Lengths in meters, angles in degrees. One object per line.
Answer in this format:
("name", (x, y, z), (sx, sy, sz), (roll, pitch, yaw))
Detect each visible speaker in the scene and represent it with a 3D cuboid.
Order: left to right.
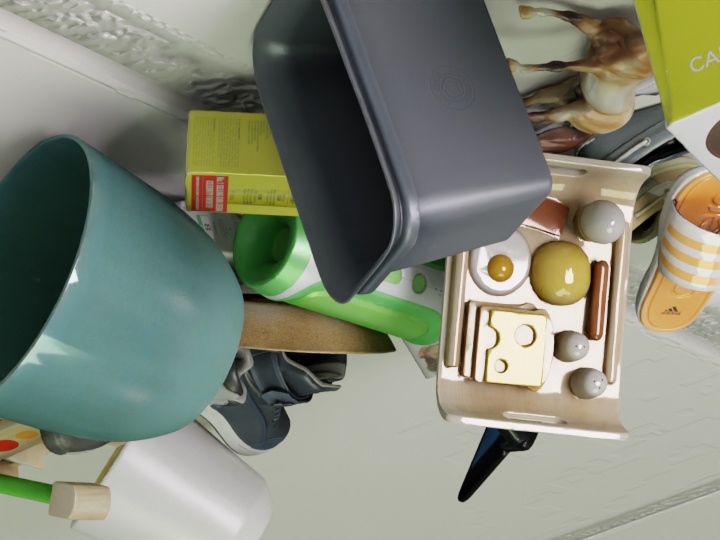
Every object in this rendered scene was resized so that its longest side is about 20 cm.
("speaker", (0.000, 0.000, 1.550), (0.199, 0.089, 0.088), (18, 144, -41))

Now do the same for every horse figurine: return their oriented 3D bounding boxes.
("horse figurine", (0.157, -0.132, 1.438), (0.131, 0.050, 0.200), (1, 153, -12))

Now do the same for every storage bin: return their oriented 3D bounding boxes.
("storage bin", (0.028, -0.090, 1.320), (0.133, 0.201, 0.146), (-8, 158, -26))

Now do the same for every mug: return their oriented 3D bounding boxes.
("mug", (-0.159, 0.201, 1.888), (0.153, 0.187, 0.150), (32, 134, -5))

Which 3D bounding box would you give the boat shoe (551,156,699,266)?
("boat shoe", (0.205, -0.035, 1.585), (0.200, 0.063, 0.073), (-20, 161, -43))

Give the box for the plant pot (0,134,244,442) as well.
("plant pot", (-0.180, 0.028, 1.432), (0.160, 0.202, 0.200), (26, 140, -31))

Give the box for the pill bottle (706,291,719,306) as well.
("pill bottle", (0.351, -0.042, 1.632), (0.199, 0.113, 0.112), (-23, 153, 27))

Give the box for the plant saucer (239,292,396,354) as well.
("plant saucer", (-0.068, 0.040, 1.634), (0.198, 0.036, 0.200), (5, -178, 0))

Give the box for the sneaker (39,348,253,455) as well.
("sneaker", (-0.155, 0.089, 1.596), (0.115, 0.076, 0.200), (-3, -165, 34))

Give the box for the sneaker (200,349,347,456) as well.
("sneaker", (-0.067, 0.106, 1.841), (0.145, 0.077, 0.202), (-14, 155, 16))

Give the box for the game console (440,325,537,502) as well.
("game console", (0.107, 0.052, 1.614), (0.116, 0.201, 0.176), (-12, 130, 40))

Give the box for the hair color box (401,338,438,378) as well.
("hair color box", (0.079, 0.025, 1.740), (0.099, 0.061, 0.200), (-13, 156, 9))

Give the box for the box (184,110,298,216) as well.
("box", (-0.022, -0.071, 1.415), (0.198, 0.051, 0.075), (4, 159, -5))

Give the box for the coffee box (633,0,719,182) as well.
("coffee box", (0.281, -0.171, 1.212), (0.199, 0.201, 0.198), (-21, 154, 22))

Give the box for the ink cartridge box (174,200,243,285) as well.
("ink cartridge box", (-0.156, -0.005, 1.625), (0.160, 0.050, 0.200), (-21, 172, 22))

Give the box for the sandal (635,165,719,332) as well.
("sandal", (0.265, -0.001, 1.564), (0.078, 0.060, 0.207), (-1, 142, -8))

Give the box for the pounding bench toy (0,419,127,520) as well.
("pounding bench toy", (-0.287, 0.129, 1.654), (0.155, 0.201, 0.124), (-24, 153, 27))

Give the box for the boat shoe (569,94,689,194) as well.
("boat shoe", (0.257, -0.105, 1.518), (0.198, 0.062, 0.073), (-15, 154, 11))

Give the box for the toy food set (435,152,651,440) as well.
("toy food set", (0.135, 0.017, 1.472), (0.142, 0.202, 0.060), (6, 176, -13))
